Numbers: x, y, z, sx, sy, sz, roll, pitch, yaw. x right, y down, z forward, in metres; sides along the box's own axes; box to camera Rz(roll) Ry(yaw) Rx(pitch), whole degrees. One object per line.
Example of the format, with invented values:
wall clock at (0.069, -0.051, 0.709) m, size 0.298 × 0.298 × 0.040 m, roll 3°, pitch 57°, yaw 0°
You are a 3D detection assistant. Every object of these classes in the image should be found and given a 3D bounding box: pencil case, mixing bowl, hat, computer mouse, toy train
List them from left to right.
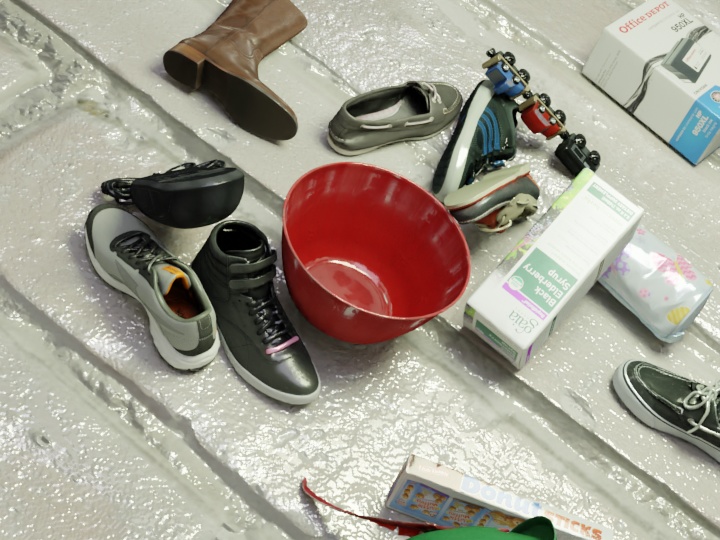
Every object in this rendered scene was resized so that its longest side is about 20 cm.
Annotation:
computer mouse at (-0.172, -0.074, 1.236) m, size 0.138 × 0.200 × 0.053 m, roll -13°, pitch 102°, yaw -22°
mixing bowl at (0.000, 0.000, 1.243) m, size 0.200 × 0.108 × 0.200 m, roll 14°, pitch 46°, yaw -15°
hat at (0.036, 0.234, 1.028) m, size 0.176 × 0.200 × 0.166 m, roll 37°, pitch 41°, yaw -4°
toy train at (0.213, -0.184, 1.467) m, size 0.200 × 0.034 × 0.046 m, roll 46°, pitch 55°, yaw -15°
pencil case at (0.294, -0.009, 1.370) m, size 0.200 × 0.083 × 0.091 m, roll 39°, pitch 58°, yaw 14°

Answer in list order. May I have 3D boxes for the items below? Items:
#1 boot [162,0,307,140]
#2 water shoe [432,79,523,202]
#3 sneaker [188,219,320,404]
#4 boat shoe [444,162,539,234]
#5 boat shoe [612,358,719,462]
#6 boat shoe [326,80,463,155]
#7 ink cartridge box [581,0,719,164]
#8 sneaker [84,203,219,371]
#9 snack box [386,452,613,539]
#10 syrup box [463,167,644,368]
boot at (-0.106, -0.254, 1.453) m, size 0.186 × 0.064 × 0.200 m, roll 35°, pitch 46°, yaw 7°
water shoe at (0.147, -0.147, 1.439) m, size 0.079 × 0.072 × 0.200 m, roll 28°, pitch 52°, yaw -4°
sneaker at (-0.099, 0.035, 1.196) m, size 0.071 × 0.099 × 0.200 m, roll -23°, pitch 64°, yaw -33°
boat shoe at (0.149, -0.072, 1.342) m, size 0.200 × 0.071 × 0.063 m, roll -29°, pitch 106°, yaw -64°
boat shoe at (0.359, 0.147, 1.277) m, size 0.199 × 0.068 × 0.074 m, roll 37°, pitch 51°, yaw 12°
boat shoe at (0.050, -0.189, 1.448) m, size 0.200 × 0.057 × 0.067 m, roll -24°, pitch 63°, yaw -31°
ink cartridge box at (0.412, -0.253, 1.599) m, size 0.200 × 0.084 × 0.145 m, roll 43°, pitch 52°, yaw 17°
sneaker at (-0.200, 0.002, 1.204) m, size 0.074 × 0.079 × 0.200 m, roll -28°, pitch 64°, yaw -31°
snack box at (0.127, 0.228, 1.135) m, size 0.200 × 0.072 × 0.024 m, roll 21°, pitch 51°, yaw -1°
syrup box at (0.200, -0.001, 1.286) m, size 0.079 × 0.081 × 0.200 m, roll 39°, pitch 76°, yaw 15°
